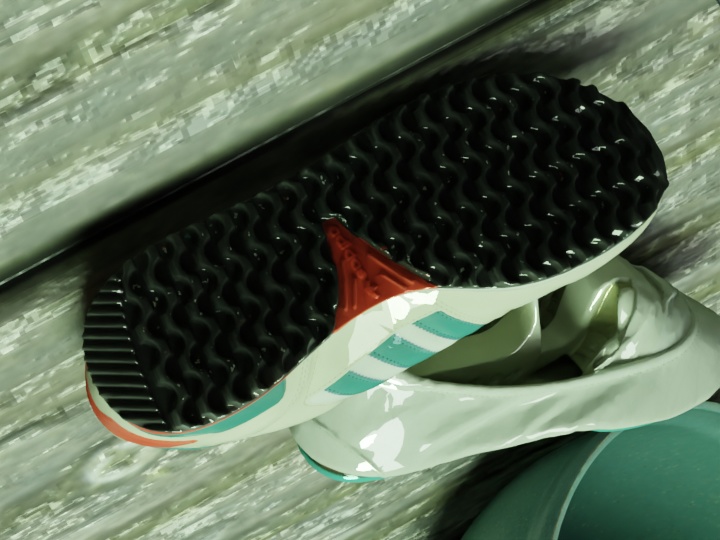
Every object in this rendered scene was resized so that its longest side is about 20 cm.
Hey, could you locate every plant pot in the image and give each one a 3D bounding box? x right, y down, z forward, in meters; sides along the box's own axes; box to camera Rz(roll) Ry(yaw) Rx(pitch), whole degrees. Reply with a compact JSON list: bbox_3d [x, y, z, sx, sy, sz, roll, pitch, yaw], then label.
[{"bbox_3d":[0.103,0.164,1.144,0.200,0.201,0.134,-6,172,-42],"label":"plant pot"}]

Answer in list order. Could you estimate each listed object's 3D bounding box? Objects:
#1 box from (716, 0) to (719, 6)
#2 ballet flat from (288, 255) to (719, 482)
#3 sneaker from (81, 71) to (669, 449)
[{"bbox_3d":[0.183,-0.133,0.740,0.200,0.124,0.198,-38,153,13],"label":"box"},{"bbox_3d":[0.065,0.026,0.977,0.199,0.070,0.070,-12,149,-33],"label":"ballet flat"},{"bbox_3d":[0.000,0.001,0.864,0.199,0.071,0.093,-25,172,-16],"label":"sneaker"}]
